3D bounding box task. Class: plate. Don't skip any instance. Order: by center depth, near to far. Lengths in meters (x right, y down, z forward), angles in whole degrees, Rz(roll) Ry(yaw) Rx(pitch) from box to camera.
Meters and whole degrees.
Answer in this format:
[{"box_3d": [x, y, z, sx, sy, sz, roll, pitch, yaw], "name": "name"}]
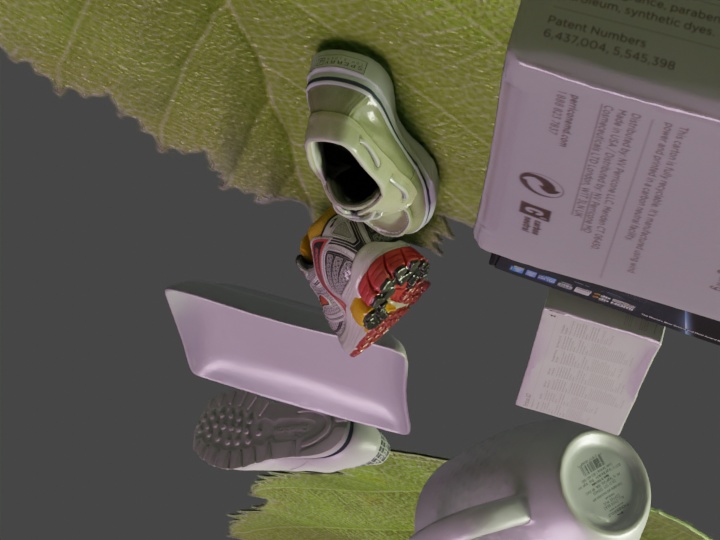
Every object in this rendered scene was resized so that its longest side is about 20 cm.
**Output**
[{"box_3d": [-0.052, 0.066, 1.664, 0.200, 0.032, 0.200, 15, 158, 9], "name": "plate"}]

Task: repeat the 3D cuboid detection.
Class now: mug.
[{"box_3d": [0.128, 0.199, 1.642, 0.200, 0.148, 0.175, -10, 165, -33], "name": "mug"}]

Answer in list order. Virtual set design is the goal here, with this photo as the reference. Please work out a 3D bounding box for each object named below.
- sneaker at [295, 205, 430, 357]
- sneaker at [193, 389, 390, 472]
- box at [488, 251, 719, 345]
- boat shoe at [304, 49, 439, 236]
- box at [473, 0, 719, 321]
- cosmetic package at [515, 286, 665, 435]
[{"box_3d": [0.000, 0.000, 1.429, 0.082, 0.078, 0.200, 46, 167, 9], "name": "sneaker"}, {"box_3d": [-0.068, 0.155, 1.849, 0.200, 0.077, 0.080, 1, 162, 41], "name": "sneaker"}, {"box_3d": [0.191, -0.016, 1.246, 0.200, 0.044, 0.160, 19, 159, -1], "name": "box"}, {"box_3d": [-0.002, -0.064, 1.261, 0.072, 0.062, 0.200, 11, 159, 20], "name": "boat shoe"}, {"box_3d": [0.169, -0.094, 0.898, 0.200, 0.172, 0.199, 17, 159, 6], "name": "box"}, {"box_3d": [0.162, 0.053, 1.429, 0.082, 0.051, 0.200, 15, 158, 4], "name": "cosmetic package"}]
